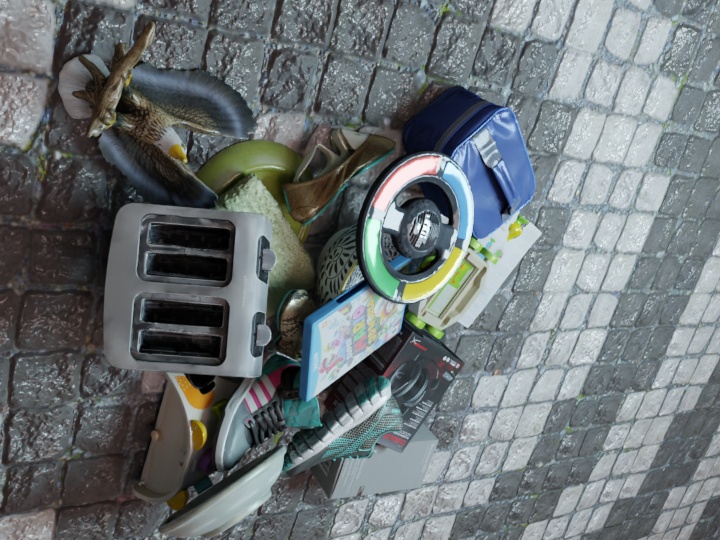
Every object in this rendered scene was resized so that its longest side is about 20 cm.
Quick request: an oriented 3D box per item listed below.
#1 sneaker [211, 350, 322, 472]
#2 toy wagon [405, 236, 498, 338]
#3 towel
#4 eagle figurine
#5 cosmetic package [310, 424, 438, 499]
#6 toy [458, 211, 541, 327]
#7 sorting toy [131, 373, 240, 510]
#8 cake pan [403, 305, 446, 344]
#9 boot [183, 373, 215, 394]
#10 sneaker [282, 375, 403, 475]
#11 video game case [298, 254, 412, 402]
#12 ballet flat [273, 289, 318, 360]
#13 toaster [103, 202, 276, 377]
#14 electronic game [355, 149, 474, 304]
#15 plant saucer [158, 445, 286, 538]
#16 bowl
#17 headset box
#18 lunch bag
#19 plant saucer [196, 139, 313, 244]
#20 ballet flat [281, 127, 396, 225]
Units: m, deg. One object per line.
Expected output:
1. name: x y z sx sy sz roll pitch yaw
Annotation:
1. sneaker: -0.115 0.202 1.094 0.202 0.118 0.085 -63 155 -43
2. toy wagon: 0.127 0.017 1.186 0.156 0.039 0.199 -53 146 5
3. towel: -0.144 -0.015 1.025 0.148 0.036 0.202 -38 132 -11
4. eagle figurine: -0.222 -0.158 0.878 0.149 0.154 0.199 -18 164 18
5. cosmetic package: 0.025 0.313 1.345 0.196 0.090 0.109 4 114 -33
6. toy: 0.198 -0.015 1.300 0.114 0.047 0.201 32 101 -41
7. sorting toy: -0.212 0.238 1.145 0.179 0.106 0.204 -8 122 -54
8. cake pan: 0.062 0.124 1.292 0.197 0.037 0.204 -17 124 -26
9. boot: -0.227 0.041 0.970 0.077 0.138 0.203 -29 128 -16
10. sneaker: -0.021 0.244 1.139 0.198 0.078 0.092 -35 107 2
11. video game case: -0.005 0.075 1.073 0.199 0.018 0.145 -33 144 -37
12. ballet flat: -0.077 0.081 1.082 0.068 0.074 0.200 -57 176 -21
13. toaster: -0.194 0.021 0.883 0.195 0.119 0.185 5 84 -6
14. electronic game: 0.074 -0.054 1.030 0.197 0.041 0.204 -15 115 -34
15. plant saucer: -0.177 0.312 1.077 0.198 0.200 0.051 -31 86 -17
16. bowl: 0.000 0.000 1.122 0.200 0.094 0.203 -37 145 -31
17. headset box: 0.048 0.184 1.241 0.148 0.077 0.202 32 95 -42
18. lunch bag: 0.165 -0.145 1.142 0.135 0.132 0.201 -39 131 -8
19. plant saucer: -0.138 -0.069 1.042 0.197 0.031 0.204 -18 125 -27
20. ballet flat: -0.031 -0.141 1.045 0.200 0.067 0.073 -42 105 -28
